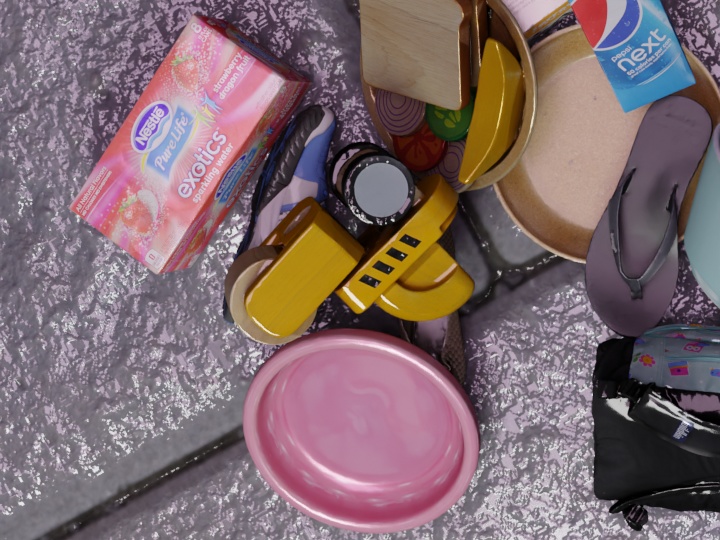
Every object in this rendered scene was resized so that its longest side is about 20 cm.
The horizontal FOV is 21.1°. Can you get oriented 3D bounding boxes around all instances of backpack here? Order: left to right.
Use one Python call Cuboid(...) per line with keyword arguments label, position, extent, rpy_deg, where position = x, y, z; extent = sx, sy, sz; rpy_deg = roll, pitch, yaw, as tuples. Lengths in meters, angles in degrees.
Cuboid(label="backpack", position=(0.286, 0.117, 1.536), extent=(0.200, 0.127, 0.167), rpy_deg=(1, 135, 11))

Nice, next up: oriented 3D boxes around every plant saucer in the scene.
Cuboid(label="plant saucer", position=(0.003, 0.128, 1.619), extent=(0.200, 0.051, 0.201), rpy_deg=(7, 122, 11))
Cuboid(label="plant saucer", position=(0.204, -0.105, 1.596), extent=(0.200, 0.035, 0.201), rpy_deg=(1, 94, 12))

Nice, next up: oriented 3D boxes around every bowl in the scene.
Cuboid(label="bowl", position=(0.332, -0.017, 1.509), extent=(0.201, 0.201, 0.105), rpy_deg=(37, 120, 7))

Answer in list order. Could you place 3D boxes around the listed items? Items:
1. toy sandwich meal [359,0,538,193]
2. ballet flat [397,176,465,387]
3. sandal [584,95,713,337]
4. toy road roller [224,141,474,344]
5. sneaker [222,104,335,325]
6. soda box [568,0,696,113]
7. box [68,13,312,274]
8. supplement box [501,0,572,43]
Cuboid(label="toy sandwich meal", position=(0.058, -0.156, 1.566), extent=(0.205, 0.070, 0.206), rpy_deg=(17, 117, 38))
Cuboid(label="ballet flat", position=(0.050, 0.017, 1.633), extent=(0.067, 0.046, 0.200), rpy_deg=(-10, 92, 12))
Cuboid(label="sandal", position=(0.227, -0.044, 1.554), extent=(0.076, 0.043, 0.201), rpy_deg=(14, 97, 11))
Cuboid(label="toy road roller", position=(0.000, 0.000, 1.559), extent=(0.200, 0.123, 0.146), rpy_deg=(-45, 101, 1))
Cuboid(label="sneaker", position=(-0.055, -0.043, 1.648), extent=(0.077, 0.076, 0.200), rpy_deg=(17, 99, -10))
Cuboid(label="soda box", position=(0.190, -0.219, 1.480), extent=(0.064, 0.068, 0.200), rpy_deg=(-24, 131, 12))
Cuboid(label="box", position=(-0.144, -0.107, 1.642), extent=(0.103, 0.095, 0.200), rpy_deg=(37, 101, 8))
Cuboid(label="supplement box", position=(0.126, -0.302, 1.579), extent=(0.126, 0.074, 0.200), rpy_deg=(-35, 86, 11))
